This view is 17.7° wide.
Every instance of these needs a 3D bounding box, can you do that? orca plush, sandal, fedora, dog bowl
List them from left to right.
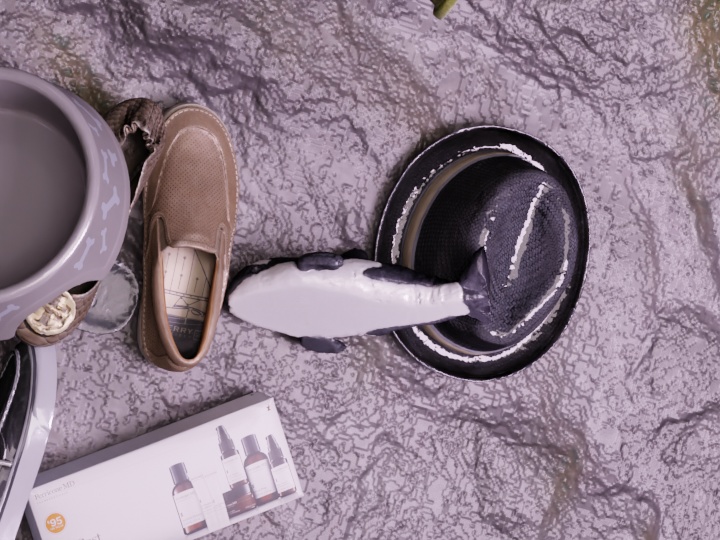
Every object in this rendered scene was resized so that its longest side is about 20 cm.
[{"bbox_3d":[-0.265,-0.054,1.631,0.199,0.059,0.201,-1,75,4],"label":"dog bowl"},{"bbox_3d":[-0.256,-0.004,1.686,0.199,0.048,0.076,13,88,-17],"label":"sandal"},{"bbox_3d":[0.000,0.000,1.746,0.199,0.071,0.105,-12,134,18],"label":"orca plush"},{"bbox_3d":[0.107,-0.012,1.779,0.199,0.092,0.202,-1,92,-18],"label":"fedora"}]

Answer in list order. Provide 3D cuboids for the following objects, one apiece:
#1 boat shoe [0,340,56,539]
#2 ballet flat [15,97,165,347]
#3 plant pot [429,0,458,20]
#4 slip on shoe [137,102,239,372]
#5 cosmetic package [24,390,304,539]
[{"bbox_3d":[-0.276,0.138,1.672,0.068,0.074,0.201,18,91,-25],"label":"boat shoe"},{"bbox_3d":[-0.194,-0.037,1.671,0.067,0.046,0.201,34,75,-24],"label":"ballet flat"},{"bbox_3d":[0.032,-0.318,1.706,0.184,0.200,0.201,29,83,-5],"label":"plant pot"},{"bbox_3d":[-0.128,-0.024,1.719,0.076,0.061,0.201,9,89,-18],"label":"slip on shoe"},{"bbox_3d":[-0.149,0.164,1.726,0.199,0.051,0.083,-21,97,-16],"label":"cosmetic package"}]
